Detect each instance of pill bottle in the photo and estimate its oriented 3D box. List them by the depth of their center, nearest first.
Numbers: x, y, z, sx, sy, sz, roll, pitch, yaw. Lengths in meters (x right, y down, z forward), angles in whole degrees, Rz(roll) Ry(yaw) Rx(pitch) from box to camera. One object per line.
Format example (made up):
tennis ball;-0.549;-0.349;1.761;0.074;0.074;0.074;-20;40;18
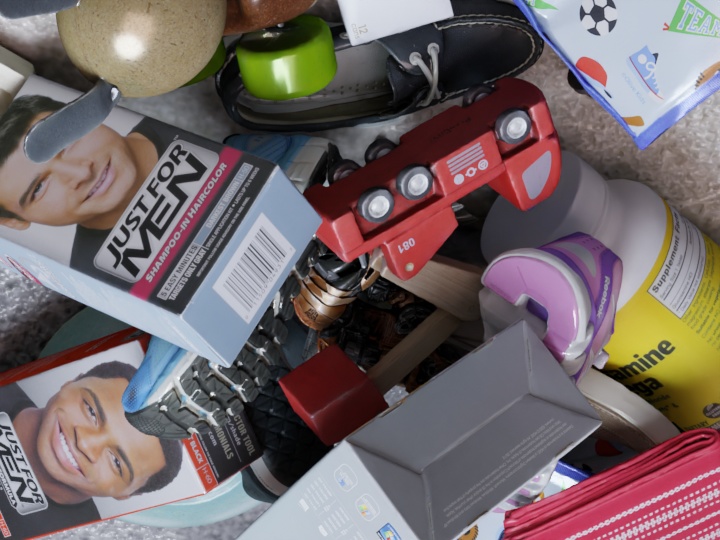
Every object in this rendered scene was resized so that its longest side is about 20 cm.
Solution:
pill bottle;0.173;0.016;1.358;0.200;0.113;0.112;37;111;-26

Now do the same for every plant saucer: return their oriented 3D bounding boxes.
plant saucer;-0.117;0.100;1.418;0.200;0.039;0.201;-4;124;-6

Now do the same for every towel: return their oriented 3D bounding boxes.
towel;0.168;0.178;1.331;0.144;0.023;0.200;-24;140;-2

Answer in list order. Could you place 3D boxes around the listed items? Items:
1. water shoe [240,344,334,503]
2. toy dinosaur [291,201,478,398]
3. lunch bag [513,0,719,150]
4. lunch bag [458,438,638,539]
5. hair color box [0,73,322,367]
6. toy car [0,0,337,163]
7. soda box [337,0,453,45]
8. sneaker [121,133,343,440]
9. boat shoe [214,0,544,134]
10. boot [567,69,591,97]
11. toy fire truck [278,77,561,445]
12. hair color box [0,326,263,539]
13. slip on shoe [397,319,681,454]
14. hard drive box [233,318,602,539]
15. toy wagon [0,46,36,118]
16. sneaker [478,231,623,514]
water shoe;-0.086;0.052;1.340;0.071;0.200;0.079;-19;170;-28
toy dinosaur;0.000;0.000;1.310;0.200;0.102;0.136;39;91;-25
lunch bag;0.178;-0.189;1.191;0.200;0.124;0.170;-41;88;11
lunch bag;0.159;0.182;1.448;0.199;0.124;0.170;11;119;-14
hair color box;-0.130;-0.031;1.205;0.099;0.200;0.061;-58;141;-15
toy car;-0.124;-0.143;1.143;0.157;0.200;0.165;9;125;34
soda box;-0.005;-0.230;1.201;0.064;0.068;0.200;-16;124;3
sneaker;-0.085;0.006;1.245;0.090;0.200;0.078;18;155;24
boat shoe;0.015;-0.117;1.282;0.199;0.060;0.076;-12;124;0
boot;0.243;-0.091;1.331;0.186;0.064;0.200;-26;127;8
toy fire truck;0.034;-0.006;1.234;0.200;0.049;0.141;-30;124;-12
hair color box;-0.162;0.097;1.324;0.200;0.061;0.102;-20;97;40
slip on shoe;0.102;0.078;1.357;0.200;0.076;0.061;26;82;18
hard drive box;0.017;0.131;1.218;0.077;0.156;0.200;52;138;8
toy wagon;-0.284;-0.073;1.284;0.199;0.040;0.155;-10;123;0
sneaker;0.105;0.056;1.272;0.080;0.088;0.200;32;132;19
